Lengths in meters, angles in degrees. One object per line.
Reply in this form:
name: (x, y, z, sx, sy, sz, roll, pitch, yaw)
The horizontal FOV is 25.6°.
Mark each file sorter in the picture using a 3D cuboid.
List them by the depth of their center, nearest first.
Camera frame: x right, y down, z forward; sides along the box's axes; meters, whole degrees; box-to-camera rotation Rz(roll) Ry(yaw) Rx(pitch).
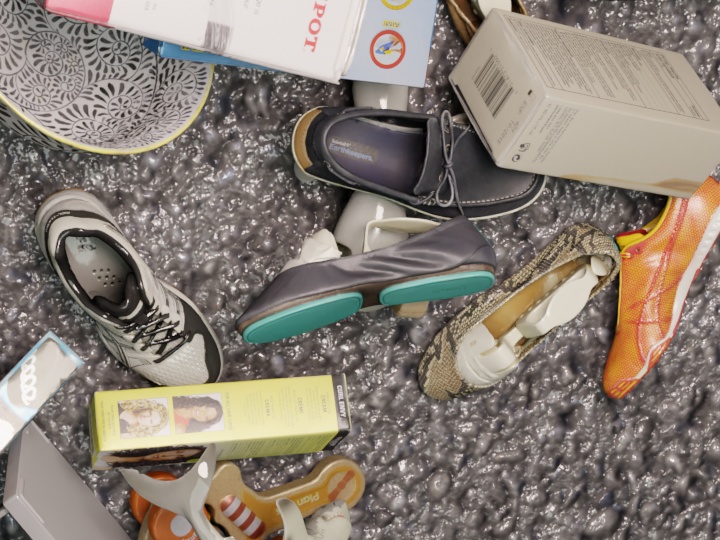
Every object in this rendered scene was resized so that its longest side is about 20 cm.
file sorter: (-0.252, 0.245, 1.233, 0.124, 0.139, 0.201, -33, 112, 3)

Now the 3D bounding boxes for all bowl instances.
bowl: (-0.211, -0.160, 1.114, 0.199, 0.094, 0.203, 16, 63, -33)

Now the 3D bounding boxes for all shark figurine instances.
shark figurine: (-0.092, 0.222, 1.218, 0.089, 0.129, 0.214, -20, 150, 34)

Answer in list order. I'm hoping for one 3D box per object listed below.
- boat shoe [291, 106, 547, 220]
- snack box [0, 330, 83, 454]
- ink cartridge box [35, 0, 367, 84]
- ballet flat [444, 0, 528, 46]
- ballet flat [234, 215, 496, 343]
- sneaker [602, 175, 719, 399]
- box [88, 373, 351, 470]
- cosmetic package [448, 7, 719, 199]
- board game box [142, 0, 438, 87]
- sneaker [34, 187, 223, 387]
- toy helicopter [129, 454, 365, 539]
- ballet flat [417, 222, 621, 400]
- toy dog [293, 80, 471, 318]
boat shoe: (0.049, -0.080, 1.161, 0.198, 0.062, 0.075, 10, 89, -17)
snack box: (-0.290, 0.136, 1.156, 0.037, 0.116, 0.200, 43, 67, -6)
ink cartridge box: (-0.092, -0.214, 0.996, 0.198, 0.085, 0.147, 12, 100, -21)
ballet flat: (0.071, -0.238, 1.180, 0.068, 0.072, 0.201, -35, 111, -6)
ballet flat: (0.000, 0.000, 1.155, 0.198, 0.073, 0.074, -13, 110, -8)
sneaker: (0.238, 0.009, 1.312, 0.077, 0.073, 0.202, 21, 99, 4)
box: (-0.111, 0.119, 1.246, 0.198, 0.075, 0.051, -4, 73, -14)
cosmetic package: (0.176, -0.122, 1.188, 0.199, 0.106, 0.071, 8, 132, -34)
board game box: (-0.038, -0.236, 1.087, 0.198, 0.056, 0.198, 4, 103, -22)
sneaker: (-0.177, 0.031, 1.205, 0.076, 0.088, 0.200, -41, 113, 1)
toy helicopter: (-0.085, 0.211, 1.295, 0.198, 0.079, 0.133, -19, 105, -19)
ballet flat: (0.130, 0.040, 1.283, 0.200, 0.075, 0.068, -41, 112, 3)
toy dog: (0.008, -0.051, 1.233, 0.131, 0.096, 0.202, 24, 86, -16)
